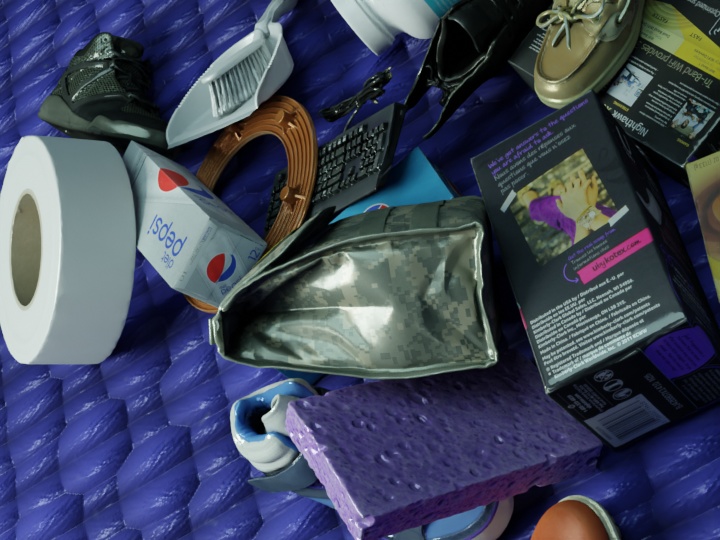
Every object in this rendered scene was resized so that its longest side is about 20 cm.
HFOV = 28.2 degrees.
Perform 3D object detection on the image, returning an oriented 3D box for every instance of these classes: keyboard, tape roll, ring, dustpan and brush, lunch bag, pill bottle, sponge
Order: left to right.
[{"bbox_3d":[-0.267,-0.018,1.279,0.202,0.070,0.206,-5,84,61],"label":"tape roll"},{"bbox_3d":[-0.107,-0.061,1.252,0.199,0.019,0.203,-31,48,41],"label":"ring"},{"bbox_3d":[-0.098,-0.202,1.328,0.139,0.058,0.200,-15,25,45],"label":"dustpan and brush"},{"bbox_3d":[-0.022,-0.099,1.193,0.199,0.020,0.129,-23,46,55],"label":"keyboard"},{"bbox_3d":[-0.002,0.013,1.020,0.197,0.164,0.119,-7,97,8],"label":"lunch bag"},{"bbox_3d":[0.068,-0.276,1.222,0.199,0.111,0.111,-41,49,9],"label":"pill bottle"},{"bbox_3d":[0.057,0.114,0.974,0.112,0.198,0.030,50,139,40],"label":"sponge"}]

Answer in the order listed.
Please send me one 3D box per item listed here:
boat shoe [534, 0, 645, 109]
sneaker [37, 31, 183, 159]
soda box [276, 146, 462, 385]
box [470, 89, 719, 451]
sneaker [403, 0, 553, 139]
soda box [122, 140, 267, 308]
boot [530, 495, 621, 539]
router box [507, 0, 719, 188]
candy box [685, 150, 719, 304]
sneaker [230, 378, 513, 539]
[{"bbox_3d":[0.179,-0.217,1.069,0.073,0.063,0.202,19,79,40],"label":"boat shoe"},{"bbox_3d":[-0.232,-0.174,1.401,0.198,0.076,0.115,22,85,46],"label":"sneaker"},{"bbox_3d":[0.000,0.000,1.147,0.200,0.064,0.068,-41,49,10],"label":"soda box"},{"bbox_3d":[0.167,0.000,0.988,0.105,0.122,0.202,-28,51,19],"label":"box"},{"bbox_3d":[0.105,-0.200,1.136,0.060,0.104,0.201,39,117,10],"label":"sneaker"},{"bbox_3d":[-0.156,-0.042,1.234,0.069,0.063,0.200,-59,35,8],"label":"soda box"},{"bbox_3d":[0.116,0.231,0.909,0.074,0.107,0.203,-4,61,35],"label":"boot"},{"bbox_3d":[0.231,-0.170,1.085,0.158,0.052,0.200,-51,48,2],"label":"router box"},{"bbox_3d":[0.326,-0.049,0.948,0.198,0.056,0.118,-22,54,25],"label":"candy box"},{"bbox_3d":[-0.005,0.135,1.019,0.198,0.146,0.081,11,71,40],"label":"sneaker"}]
